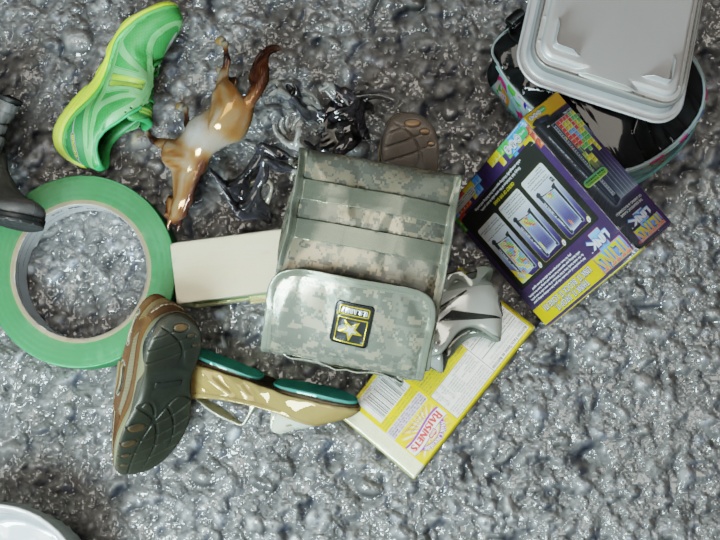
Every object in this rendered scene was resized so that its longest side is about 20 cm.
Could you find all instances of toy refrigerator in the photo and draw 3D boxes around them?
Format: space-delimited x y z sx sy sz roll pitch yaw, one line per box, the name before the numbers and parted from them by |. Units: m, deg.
toy refrigerator | -0.089 -0.003 1.398 0.198 0.076 0.071 -8 84 1

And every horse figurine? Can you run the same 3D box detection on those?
horse figurine | -0.156 -0.153 1.393 0.200 0.050 0.133 -41 47 21

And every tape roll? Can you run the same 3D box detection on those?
tape roll | -0.288 0.003 1.420 0.199 0.048 0.202 0 84 3

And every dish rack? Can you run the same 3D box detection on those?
dish rack | 0.247 -0.252 1.286 0.171 0.044 0.201 17 72 -6

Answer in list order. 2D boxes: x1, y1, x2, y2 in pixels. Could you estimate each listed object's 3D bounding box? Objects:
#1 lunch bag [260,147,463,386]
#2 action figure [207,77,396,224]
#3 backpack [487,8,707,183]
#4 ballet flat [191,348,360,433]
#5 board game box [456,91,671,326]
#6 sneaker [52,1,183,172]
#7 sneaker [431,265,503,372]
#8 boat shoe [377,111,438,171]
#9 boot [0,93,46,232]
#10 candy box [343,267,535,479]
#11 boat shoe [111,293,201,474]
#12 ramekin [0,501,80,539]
lunch bag | 0.000 0.000 1.290 0.163 0.118 0.201 10 82 0
action figure | -0.064 -0.139 1.390 0.200 0.119 0.102 -40 121 6
backpack | 0.241 -0.181 1.359 0.177 0.151 0.200 -39 74 -5
ballet flat | -0.098 0.134 1.395 0.199 0.069 0.063 16 97 12
board game box | 0.188 -0.055 1.327 0.057 0.200 0.166 -38 84 -29
sneaker | -0.240 -0.190 1.425 0.083 0.074 0.201 36 96 14
sneaker | 0.047 0.065 1.360 0.199 0.074 0.089 -17 72 9
boat shoe | 0.050 -0.066 1.400 0.074 0.073 0.201 3 105 -5
boot | -0.376 -0.119 1.387 0.199 0.070 0.132 19 87 38
candy box | 0.080 0.105 1.402 0.102 0.026 0.200 39 87 7
boat shoe | -0.212 0.113 1.373 0.074 0.075 0.201 49 127 43
ramekin | -0.356 0.333 1.362 0.199 0.105 0.202 0 84 3
